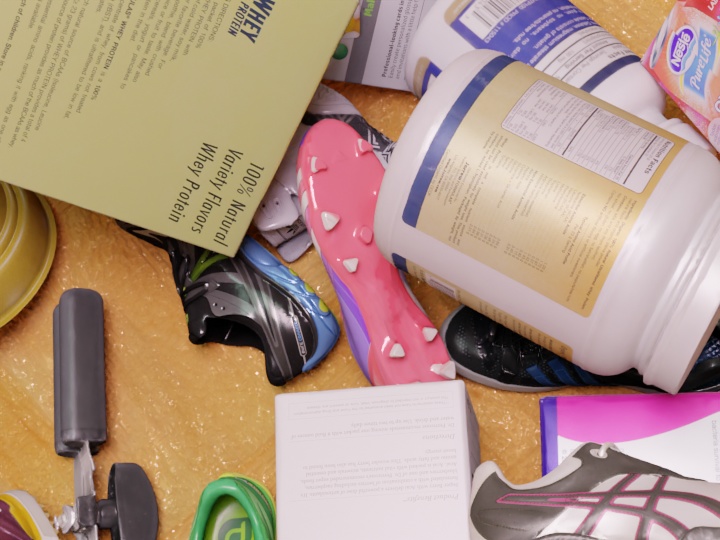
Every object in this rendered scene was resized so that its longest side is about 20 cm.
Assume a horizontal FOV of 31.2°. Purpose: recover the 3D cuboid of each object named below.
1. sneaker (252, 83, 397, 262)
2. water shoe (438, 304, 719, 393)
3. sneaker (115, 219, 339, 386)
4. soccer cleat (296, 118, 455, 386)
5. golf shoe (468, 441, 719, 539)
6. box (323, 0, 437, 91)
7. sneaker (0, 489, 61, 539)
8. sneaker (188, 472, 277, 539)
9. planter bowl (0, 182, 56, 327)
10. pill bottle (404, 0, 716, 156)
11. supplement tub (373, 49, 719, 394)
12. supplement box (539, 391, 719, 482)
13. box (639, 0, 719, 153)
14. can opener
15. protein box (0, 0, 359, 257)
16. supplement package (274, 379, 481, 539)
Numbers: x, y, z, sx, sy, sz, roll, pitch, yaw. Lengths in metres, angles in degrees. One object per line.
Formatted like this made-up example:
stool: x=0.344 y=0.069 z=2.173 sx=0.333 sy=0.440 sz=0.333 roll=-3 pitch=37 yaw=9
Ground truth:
sneaker: x=-0.006 y=-0.047 z=0.914 sx=0.200 sy=0.075 sz=0.115 roll=35 pitch=81 yaw=25
water shoe: x=0.147 y=0.040 z=0.847 sx=0.199 sy=0.079 sz=0.072 roll=3 pitch=71 yaw=12
sneaker: x=-0.107 y=0.007 z=0.913 sx=0.199 sy=0.071 sz=0.083 roll=38 pitch=79 yaw=19
soccer cleat: x=0.000 y=0.000 z=0.854 sx=0.067 sy=0.076 sz=0.201 roll=-26 pitch=96 yaw=-27
golf shoe: x=0.155 y=0.130 z=0.708 sx=0.199 sy=0.077 sz=0.088 roll=-12 pitch=63 yaw=6
box: x=-0.035 y=-0.215 z=0.903 sx=0.199 sy=0.156 sz=0.041 roll=7 pitch=30 yaw=-13
sneaker: x=-0.215 y=0.231 z=0.832 sx=0.200 sy=0.090 sz=0.075 roll=43 pitch=120 yaw=27
sneaker: x=-0.085 y=0.227 z=0.821 sx=0.074 sy=0.084 sz=0.201 roll=-10 pitch=69 yaw=7
planter bowl: x=-0.327 y=-0.037 z=0.929 sx=0.199 sy=0.084 sz=0.201 roll=-1 pitch=51 yaw=1
pill bottle: x=0.137 y=-0.110 z=0.882 sx=0.120 sy=0.120 sz=0.200 roll=-43 pitch=69 yaw=-6
supplement tub: x=0.123 y=-0.028 z=0.756 sx=0.199 sy=0.144 sz=0.145 roll=29 pitch=78 yaw=16
supplement box: x=0.213 y=0.134 z=0.787 sx=0.199 sy=0.103 sz=0.102 roll=-2 pitch=70 yaw=12
box: x=0.296 y=-0.156 z=0.836 sx=0.199 sy=0.095 sz=0.103 roll=-20 pitch=63 yaw=-31
can opener: x=-0.186 y=0.112 z=0.909 sx=0.066 sy=0.053 sz=0.201 roll=0 pitch=68 yaw=-26
protein box: x=-0.138 y=-0.150 z=0.822 sx=0.199 sy=0.199 sz=0.135 roll=19 pitch=28 yaw=-20
supplement package: x=0.017 y=0.183 z=0.798 sx=0.121 sy=0.120 sz=0.201 roll=-5 pitch=69 yaw=8
